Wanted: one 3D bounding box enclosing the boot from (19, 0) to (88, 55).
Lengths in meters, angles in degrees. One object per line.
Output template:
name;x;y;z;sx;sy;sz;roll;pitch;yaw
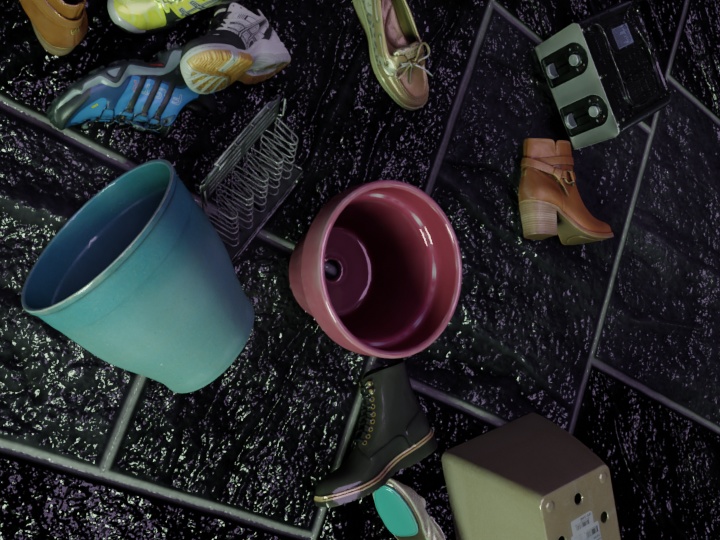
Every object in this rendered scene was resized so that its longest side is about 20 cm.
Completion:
boot;-0.338;-0.325;0.694;0.076;0.154;0.205;-27;102;-25

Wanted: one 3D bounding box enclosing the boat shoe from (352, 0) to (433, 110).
boat shoe;0.048;-0.322;0.961;0.073;0.062;0.204;-34;105;-25

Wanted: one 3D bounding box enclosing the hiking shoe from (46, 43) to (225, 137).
hiking shoe;-0.250;-0.190;0.786;0.197;0.074;0.089;-29;102;-26

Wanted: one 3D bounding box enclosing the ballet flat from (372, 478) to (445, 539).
ballet flat;0.077;0.357;0.977;0.204;0.066;0.062;64;35;-17

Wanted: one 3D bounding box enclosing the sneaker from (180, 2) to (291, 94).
sneaker;-0.158;-0.265;0.810;0.089;0.074;0.200;62;25;-7

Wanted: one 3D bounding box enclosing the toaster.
toaster;0.391;-0.316;1.107;0.198;0.118;0.185;-30;99;-31

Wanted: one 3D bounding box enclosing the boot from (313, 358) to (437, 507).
boot;0.003;0.211;0.930;0.197;0.077;0.142;-22;94;-38

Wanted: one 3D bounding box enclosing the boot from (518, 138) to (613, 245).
boot;0.334;-0.126;1.115;0.196;0.073;0.160;6;80;-34

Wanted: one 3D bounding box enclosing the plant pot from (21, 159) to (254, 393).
plant pot;-0.217;0.022;0.746;0.202;0.198;0.189;-53;126;-19

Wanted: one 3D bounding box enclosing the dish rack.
dish rack;-0.124;-0.103;0.793;0.054;0.200;0.155;34;72;1

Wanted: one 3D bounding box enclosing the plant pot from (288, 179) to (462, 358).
plant pot;0.000;0.000;0.863;0.195;0.178;0.207;1;89;-28

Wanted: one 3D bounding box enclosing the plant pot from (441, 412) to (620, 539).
plant pot;0.259;0.345;1.003;0.195;0.176;0.206;-14;95;-28

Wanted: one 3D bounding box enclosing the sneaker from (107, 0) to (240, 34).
sneaker;-0.204;-0.340;0.813;0.198;0.076;0.077;-34;105;-26
